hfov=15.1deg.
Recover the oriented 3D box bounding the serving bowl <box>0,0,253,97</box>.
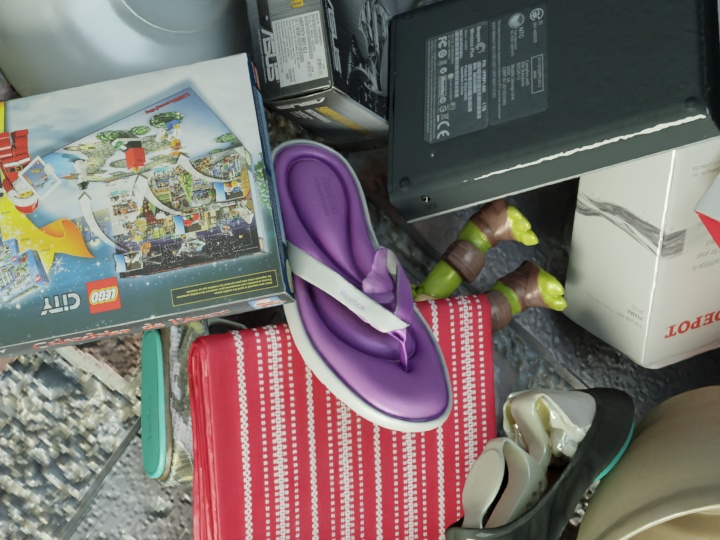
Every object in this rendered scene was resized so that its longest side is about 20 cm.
[{"bbox_3d":[-0.122,-0.170,1.594,0.199,0.066,0.201,7,73,-25],"label":"serving bowl"}]

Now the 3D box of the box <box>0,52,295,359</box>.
[{"bbox_3d":[-0.145,-0.032,1.502,0.199,0.038,0.137,-11,81,6],"label":"box"}]

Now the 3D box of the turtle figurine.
[{"bbox_3d":[0.043,0.040,1.624,0.161,0.064,0.201,-34,105,-15],"label":"turtle figurine"}]

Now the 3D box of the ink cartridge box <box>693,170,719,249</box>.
[{"bbox_3d":[0.284,-0.008,1.631,0.176,0.084,0.200,-54,142,-11],"label":"ink cartridge box"}]

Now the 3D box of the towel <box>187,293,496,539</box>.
[{"bbox_3d":[-0.008,0.095,1.551,0.199,0.022,0.146,-8,101,-31],"label":"towel"}]

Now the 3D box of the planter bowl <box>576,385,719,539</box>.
[{"bbox_3d":[0.220,0.156,1.629,0.199,0.200,0.135,23,40,-20],"label":"planter bowl"}]

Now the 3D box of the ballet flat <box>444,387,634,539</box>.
[{"bbox_3d":[0.105,0.113,1.579,0.069,0.068,0.200,62,39,-23],"label":"ballet flat"}]

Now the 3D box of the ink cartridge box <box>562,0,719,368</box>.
[{"bbox_3d":[0.209,-0.058,1.659,0.146,0.083,0.201,-16,125,-36],"label":"ink cartridge box"}]

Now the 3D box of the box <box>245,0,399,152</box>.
[{"bbox_3d":[-0.024,-0.182,1.605,0.158,0.048,0.201,24,57,-69],"label":"box"}]

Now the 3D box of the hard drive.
[{"bbox_3d":[0.111,-0.115,1.572,0.033,0.199,0.140,46,37,-47],"label":"hard drive"}]

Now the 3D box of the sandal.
[{"bbox_3d":[-0.006,0.001,1.519,0.082,0.050,0.203,-9,56,-28],"label":"sandal"}]

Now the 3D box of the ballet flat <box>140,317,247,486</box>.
[{"bbox_3d":[-0.099,0.021,1.553,0.072,0.072,0.202,-4,85,-28],"label":"ballet flat"}]
